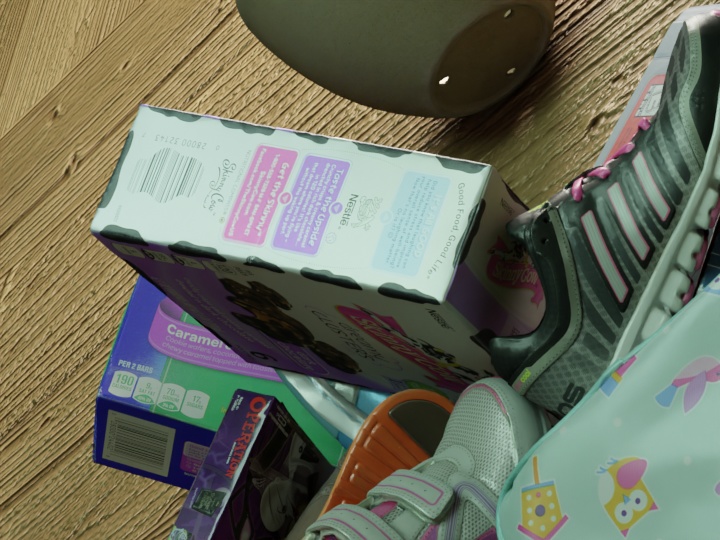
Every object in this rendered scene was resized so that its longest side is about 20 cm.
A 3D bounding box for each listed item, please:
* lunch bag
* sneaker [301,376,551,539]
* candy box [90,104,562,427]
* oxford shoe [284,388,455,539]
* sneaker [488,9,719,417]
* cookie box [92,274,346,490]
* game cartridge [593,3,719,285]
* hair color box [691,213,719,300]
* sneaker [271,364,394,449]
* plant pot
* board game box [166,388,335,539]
[{"bbox_3d":[0.160,0.101,1.186,0.200,0.077,0.161,-45,57,18],"label":"lunch bag"},{"bbox_3d":[0.020,0.128,1.274,0.081,0.088,0.201,-12,48,58],"label":"sneaker"},{"bbox_3d":[0.000,0.000,1.391,0.199,0.168,0.072,11,72,31],"label":"candy box"},{"bbox_3d":[-0.013,0.149,1.362,0.200,0.071,0.073,-54,0,-10],"label":"oxford shoe"},{"bbox_3d":[0.111,-0.025,1.281,0.074,0.087,0.201,-6,-66,-84],"label":"sneaker"},{"bbox_3d":[-0.041,0.031,1.622,0.075,0.170,0.201,104,-178,-54],"label":"cookie box"},{"bbox_3d":[0.170,-0.055,1.508,0.133,0.041,0.201,4,62,60],"label":"game cartridge"},{"bbox_3d":[0.201,-0.040,1.336,0.100,0.060,0.201,96,-166,-61],"label":"hair color box"},{"bbox_3d":[0.047,0.053,1.490,0.131,0.080,0.200,-49,59,1],"label":"sneaker"},{"bbox_3d":[0.043,-0.171,1.767,0.200,0.200,0.135,-49,59,15],"label":"plant pot"},{"bbox_3d":[-0.033,0.160,1.424,0.032,0.200,0.120,13,65,33],"label":"board game box"}]
